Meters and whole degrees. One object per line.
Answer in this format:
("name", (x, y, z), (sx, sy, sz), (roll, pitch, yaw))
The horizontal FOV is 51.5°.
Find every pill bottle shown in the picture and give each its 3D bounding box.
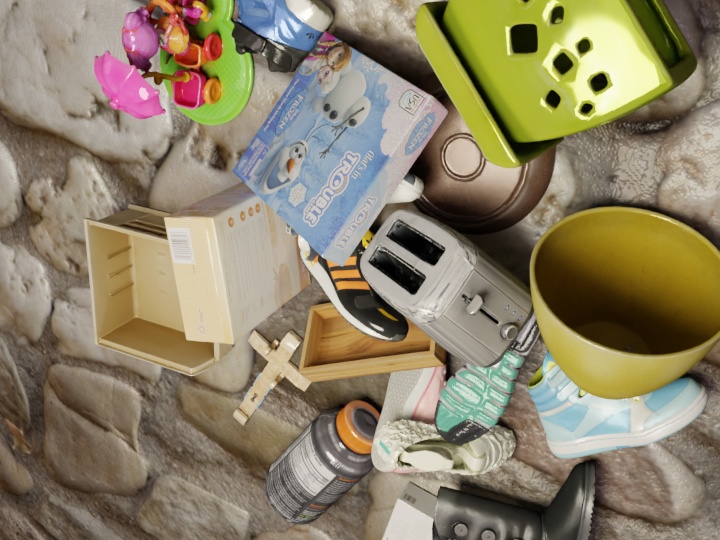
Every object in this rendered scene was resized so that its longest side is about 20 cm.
("pill bottle", (-0.046, 0.268, 1.061), (0.106, 0.106, 0.200), (44, 122, 4))

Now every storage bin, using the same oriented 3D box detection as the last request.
("storage bin", (-0.290, 0.027, 1.095), (0.196, 0.094, 0.203), (14, 115, 21))

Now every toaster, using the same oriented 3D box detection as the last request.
("toaster", (0.087, 0.012, 0.829), (0.114, 0.129, 0.200), (-53, 38, 2))

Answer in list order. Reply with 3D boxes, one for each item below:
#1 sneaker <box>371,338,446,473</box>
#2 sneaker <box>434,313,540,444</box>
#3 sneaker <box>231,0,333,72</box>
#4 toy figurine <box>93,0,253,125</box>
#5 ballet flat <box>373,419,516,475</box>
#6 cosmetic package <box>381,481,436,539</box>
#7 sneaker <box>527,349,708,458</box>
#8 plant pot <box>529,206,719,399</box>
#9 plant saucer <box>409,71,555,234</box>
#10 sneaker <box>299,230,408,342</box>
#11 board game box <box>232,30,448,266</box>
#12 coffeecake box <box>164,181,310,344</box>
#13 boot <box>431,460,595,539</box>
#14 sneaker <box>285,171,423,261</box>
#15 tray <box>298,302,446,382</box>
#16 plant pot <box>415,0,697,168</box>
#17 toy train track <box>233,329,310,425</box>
("sneaker", (0.091, 0.173, 0.983), (0.103, 0.075, 0.203), (16, 94, -25))
("sneaker", (0.163, 0.119, 0.891), (0.074, 0.087, 0.202), (37, 110, 17))
("sneaker", (-0.137, -0.321, 0.890), (0.199, 0.077, 0.112), (40, 112, -1))
("toy figurine", (-0.237, -0.262, 0.901), (0.148, 0.184, 0.203), (17, 116, 19))
("ballet flat", (0.113, 0.229, 0.927), (0.197, 0.072, 0.073), (6, 119, -18))
("cosmetic package", (0.135, 0.387, 1.049), (0.198, 0.051, 0.084), (26, 115, 15))
("sneaker", (0.282, 0.134, 0.861), (0.198, 0.080, 0.132), (-26, 98, 31))
("plant pot", (0.271, 0.053, 0.788), (0.197, 0.201, 0.143), (17, 141, 19))
("plant saucer", (0.123, -0.134, 0.862), (0.197, 0.034, 0.203), (9, 112, 23))
("sneaker", (0.000, 0.000, 0.923), (0.200, 0.069, 0.091), (47, 118, 35))
("board game box", (-0.031, -0.142, 0.837), (0.199, 0.043, 0.201), (41, 100, 37))
("coffeecake box", (-0.146, -0.021, 0.941), (0.072, 0.200, 0.156), (3, 111, 25))
("boot", (0.194, 0.307, 0.960), (0.197, 0.066, 0.168), (9, 98, 18))
("sneaker", (-0.019, -0.067, 0.880), (0.197, 0.079, 0.131), (15, 83, 37))
("tray", (0.017, 0.083, 0.963), (0.198, 0.100, 0.037), (-12, 144, 30))
("plant pot", (0.179, -0.216, 0.703), (0.181, 0.199, 0.202), (-32, 89, 34))
("toy train track", (-0.146, 0.168, 1.114), (0.114, 0.033, 0.201), (40, 123, 7))
